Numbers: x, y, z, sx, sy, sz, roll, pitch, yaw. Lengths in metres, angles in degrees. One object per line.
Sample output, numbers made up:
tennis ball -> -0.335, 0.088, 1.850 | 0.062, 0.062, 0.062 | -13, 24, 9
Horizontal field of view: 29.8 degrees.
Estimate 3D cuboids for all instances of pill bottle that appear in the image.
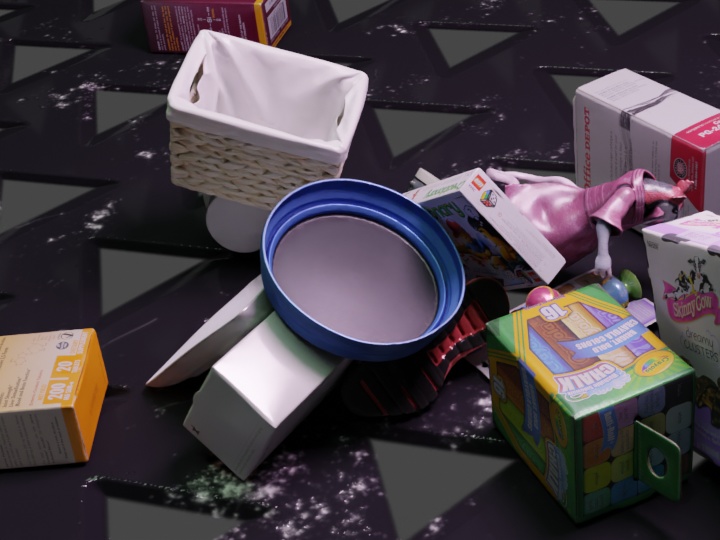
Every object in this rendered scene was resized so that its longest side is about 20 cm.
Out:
pill bottle -> -0.126, -0.110, 1.595 | 0.110, 0.114, 0.201 | -2, 34, 8

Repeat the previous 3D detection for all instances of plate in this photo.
plate -> -0.108, 0.036, 1.366 | 0.199, 0.032, 0.200 | -35, 9, 46

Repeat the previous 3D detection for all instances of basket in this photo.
basket -> -0.104, -0.154, 1.469 | 0.197, 0.124, 0.137 | 15, 48, 1

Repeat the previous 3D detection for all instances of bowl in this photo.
bowl -> 0.000, 0.000, 1.275 | 0.197, 0.040, 0.203 | 10, 48, -12

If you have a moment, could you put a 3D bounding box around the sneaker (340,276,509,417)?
sneaker -> 0.059, 0.081, 1.337 | 0.199, 0.074, 0.087 | -34, 9, -20

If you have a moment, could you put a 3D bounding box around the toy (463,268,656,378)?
toy -> 0.198, 0.045, 1.364 | 0.198, 0.048, 0.115 | -22, 35, -22

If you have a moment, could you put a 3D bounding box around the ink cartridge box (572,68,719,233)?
ink cartridge box -> 0.331, -0.118, 1.491 | 0.083, 0.147, 0.200 | -25, 38, -24

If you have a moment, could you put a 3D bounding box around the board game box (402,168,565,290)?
board game box -> 0.109, -0.034, 1.348 | 0.035, 0.126, 0.200 | -48, 12, -17

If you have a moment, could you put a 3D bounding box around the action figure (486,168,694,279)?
action figure -> 0.249, -0.065, 1.384 | 0.198, 0.151, 0.133 | -22, -8, 33

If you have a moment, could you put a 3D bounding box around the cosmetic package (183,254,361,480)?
cosmetic package -> -0.066, 0.089, 1.277 | 0.085, 0.108, 0.200 | 40, 50, 7

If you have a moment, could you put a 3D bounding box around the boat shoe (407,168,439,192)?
boat shoe -> 0.111, -0.040, 1.514 | 0.062, 0.072, 0.200 | -52, 47, 10

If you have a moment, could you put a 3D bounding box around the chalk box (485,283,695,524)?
chalk box -> 0.209, 0.125, 1.177 | 0.122, 0.126, 0.200 | -18, 34, -16

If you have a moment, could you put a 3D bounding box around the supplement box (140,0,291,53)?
supplement box -> -0.217, -0.389, 2.042 | 0.197, 0.087, 0.111 | 4, 36, 17

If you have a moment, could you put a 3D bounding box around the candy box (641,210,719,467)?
candy box -> 0.318, 0.063, 1.139 | 0.070, 0.203, 0.168 | -14, 12, -12

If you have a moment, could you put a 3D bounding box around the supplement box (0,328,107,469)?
supplement box -> -0.359, 0.128, 1.323 | 0.197, 0.074, 0.127 | -6, 33, 3
